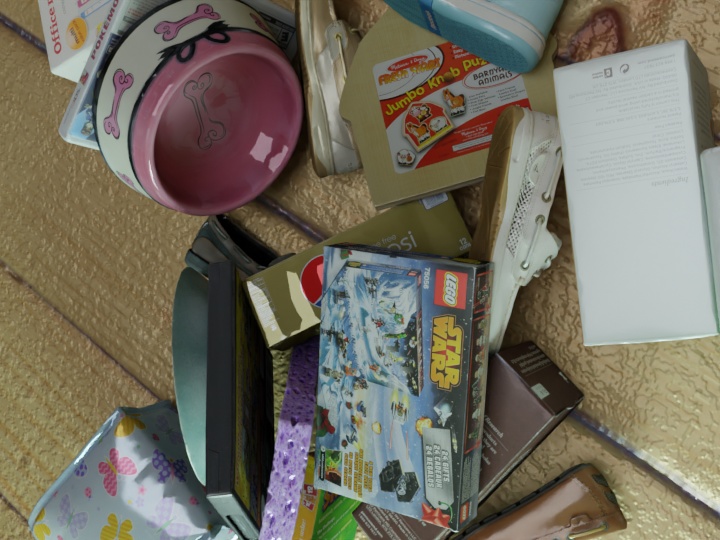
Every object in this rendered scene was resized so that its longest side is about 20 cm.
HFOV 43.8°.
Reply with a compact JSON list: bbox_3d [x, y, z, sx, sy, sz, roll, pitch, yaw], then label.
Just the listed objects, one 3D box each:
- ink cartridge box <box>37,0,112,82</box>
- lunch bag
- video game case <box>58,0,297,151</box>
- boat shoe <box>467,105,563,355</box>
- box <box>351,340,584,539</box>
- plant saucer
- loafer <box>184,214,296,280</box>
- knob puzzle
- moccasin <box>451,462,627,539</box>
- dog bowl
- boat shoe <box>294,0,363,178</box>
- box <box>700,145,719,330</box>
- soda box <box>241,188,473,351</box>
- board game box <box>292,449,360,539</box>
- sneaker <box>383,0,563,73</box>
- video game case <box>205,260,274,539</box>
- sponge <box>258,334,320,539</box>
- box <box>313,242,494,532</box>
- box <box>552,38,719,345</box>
[{"bbox_3d":[-0.226,-0.268,0.898,0.197,0.125,0.131,-22,75,26],"label":"ink cartridge box"},{"bbox_3d":[-0.234,0.263,0.926,0.170,0.127,0.200,45,101,17],"label":"lunch bag"},{"bbox_3d":[-0.158,-0.182,0.831,0.023,0.198,0.184,40,109,35],"label":"video game case"},{"bbox_3d":[0.127,-0.023,0.708,0.068,0.071,0.204,8,105,-9],"label":"boat shoe"},{"bbox_3d":[0.091,0.158,0.762,0.075,0.100,0.201,47,111,18],"label":"box"},{"bbox_3d":[-0.134,0.096,0.842,0.038,0.201,0.206,-6,88,1],"label":"plant saucer"},{"bbox_3d":[-0.090,0.000,0.873,0.198,0.072,0.064,25,96,27],"label":"loafer"},{"bbox_3d":[0.076,-0.163,0.781,0.215,0.030,0.224,-5,71,13],"label":"knob puzzle"},{"bbox_3d":[0.133,0.244,0.763,0.200,0.073,0.079,-34,68,14],"label":"moccasin"},{"bbox_3d":[-0.136,-0.139,0.811,0.074,0.198,0.202,41,109,36],"label":"dog bowl"},{"bbox_3d":[-0.022,-0.191,0.834,0.068,0.074,0.204,-7,96,-5],"label":"boat shoe"},{"bbox_3d":[0.335,-0.001,0.571,0.197,0.198,0.175,-6,88,27],"label":"box"},{"bbox_3d":[0.000,0.000,0.785,0.197,0.068,0.065,-25,80,3],"label":"soda box"},{"bbox_3d":[-0.032,0.242,0.832,0.030,0.095,0.204,17,99,25],"label":"board game box"},{"bbox_3d":[0.092,-0.266,0.751,0.198,0.080,0.132,33,88,12],"label":"sneaker"},{"bbox_3d":[-0.102,0.125,0.777,0.025,0.182,0.203,-6,58,3],"label":"video game case"},{"bbox_3d":[-0.059,0.139,0.788,0.029,0.200,0.114,9,107,-3],"label":"sponge"},{"bbox_3d":[0.031,0.086,0.705,0.135,0.040,0.204,9,101,32],"label":"box"},{"bbox_3d":[0.217,-0.053,0.676,0.096,0.124,0.204,-7,88,28],"label":"box"}]
